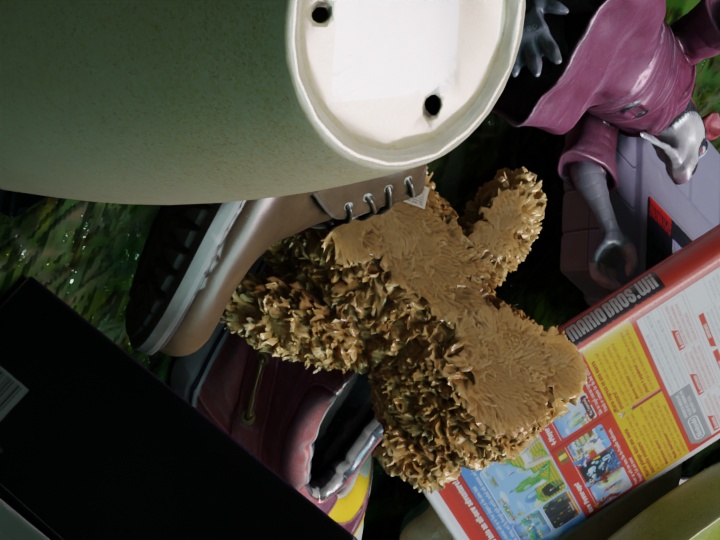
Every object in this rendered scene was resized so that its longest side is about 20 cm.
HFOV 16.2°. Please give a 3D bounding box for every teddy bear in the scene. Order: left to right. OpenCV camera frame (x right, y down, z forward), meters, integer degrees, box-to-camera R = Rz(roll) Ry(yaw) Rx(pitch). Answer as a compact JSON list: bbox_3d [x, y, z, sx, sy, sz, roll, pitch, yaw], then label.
[{"bbox_3d":[0.007,-0.006,1.048,0.145,0.200,0.067,-50,-177,-29],"label":"teddy bear"}]

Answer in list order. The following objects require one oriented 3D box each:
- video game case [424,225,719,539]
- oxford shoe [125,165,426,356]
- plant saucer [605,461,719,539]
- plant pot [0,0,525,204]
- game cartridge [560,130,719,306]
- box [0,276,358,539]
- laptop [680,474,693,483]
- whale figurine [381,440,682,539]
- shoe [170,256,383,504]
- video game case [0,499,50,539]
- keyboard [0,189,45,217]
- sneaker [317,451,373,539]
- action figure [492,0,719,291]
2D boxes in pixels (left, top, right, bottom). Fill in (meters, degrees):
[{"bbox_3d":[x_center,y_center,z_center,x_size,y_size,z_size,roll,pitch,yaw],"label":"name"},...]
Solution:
[{"bbox_3d":[0.121,0.059,1.174,0.199,0.017,0.143,-33,145,-1],"label":"video game case"},{"bbox_3d":[-0.015,-0.040,0.976,0.084,0.073,0.200,40,76,-16],"label":"oxford shoe"},{"bbox_3d":[0.146,0.152,1.278,0.199,0.031,0.200,-35,162,-13],"label":"plant saucer"},{"bbox_3d":[-0.045,-0.096,0.830,0.186,0.199,0.189,-13,111,-35],"label":"plant pot"},{"bbox_3d":[0.151,-0.022,1.271,0.200,0.038,0.131,37,48,-57],"label":"game cartridge"},{"bbox_3d":[-0.069,0.109,1.021,0.079,0.200,0.141,-46,146,-12],"label":"box"},{"bbox_3d":[0.181,0.175,1.558,0.199,0.103,0.178,4,118,-24],"label":"laptop"},{"bbox_3d":[0.068,0.077,1.277,0.199,0.104,0.159,29,110,-33],"label":"whale figurine"},{"bbox_3d":[0.000,0.000,1.110,0.071,0.091,0.201,19,104,-55],"label":"shoe"},{"bbox_3d":[-0.125,0.122,1.015,0.017,0.143,0.200,-49,146,-11],"label":"video game case"},{"bbox_3d":[-0.071,-0.105,0.998,0.200,0.040,0.104,-38,166,-25],"label":"keyboard"},{"bbox_3d":[-0.055,0.133,1.143,0.200,0.074,0.091,-56,162,-46],"label":"sneaker"},{"bbox_3d":[0.105,-0.093,1.131,0.134,0.149,0.200,-43,151,8],"label":"action figure"}]
